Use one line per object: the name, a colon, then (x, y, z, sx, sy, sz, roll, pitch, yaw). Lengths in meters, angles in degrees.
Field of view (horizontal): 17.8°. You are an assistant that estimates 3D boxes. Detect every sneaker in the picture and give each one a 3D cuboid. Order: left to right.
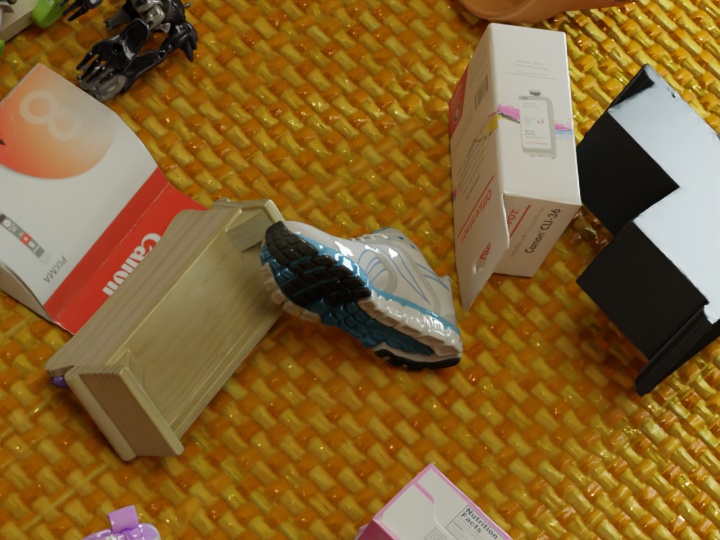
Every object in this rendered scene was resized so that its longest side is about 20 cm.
sneaker: (0.000, 0.000, 1.686, 0.200, 0.075, 0.087, 33, 51, -42)

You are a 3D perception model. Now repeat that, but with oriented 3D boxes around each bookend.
bookend: (0.219, -0.035, 1.757, 0.199, 0.092, 0.200, 47, 38, 10)

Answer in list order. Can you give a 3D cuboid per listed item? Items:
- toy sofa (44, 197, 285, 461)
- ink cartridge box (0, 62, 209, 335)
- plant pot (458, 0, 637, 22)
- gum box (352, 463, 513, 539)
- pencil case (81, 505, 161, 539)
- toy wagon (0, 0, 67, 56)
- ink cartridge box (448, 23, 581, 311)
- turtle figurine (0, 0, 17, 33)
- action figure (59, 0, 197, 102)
toy sofa: (-0.128, 0.041, 1.661, 0.200, 0.097, 0.083, -52, 121, -33)
ink cartridge box: (-0.208, -0.042, 1.702, 0.200, 0.050, 0.162, 32, 57, 7)
plant pot: (0.176, -0.298, 1.896, 0.139, 0.200, 0.201, 5, 57, -32)
gum box: (0.077, 0.235, 1.580, 0.200, 0.114, 0.066, 43, 58, 11)
pencil case: (-0.133, 0.264, 1.519, 0.084, 0.086, 0.200, -19, 66, -27)
toy wagon: (-0.332, -0.218, 1.777, 0.155, 0.040, 0.200, 42, 58, 11)
ink cartridge box: (0.118, -0.075, 1.779, 0.067, 0.117, 0.201, 7, 59, -13)
turtle figurine: (-0.321, -0.255, 1.736, 0.143, 0.201, 0.194, 7, 35, 14)
action figure: (-0.188, -0.198, 1.760, 0.102, 0.200, 0.119, -22, 97, 9)
